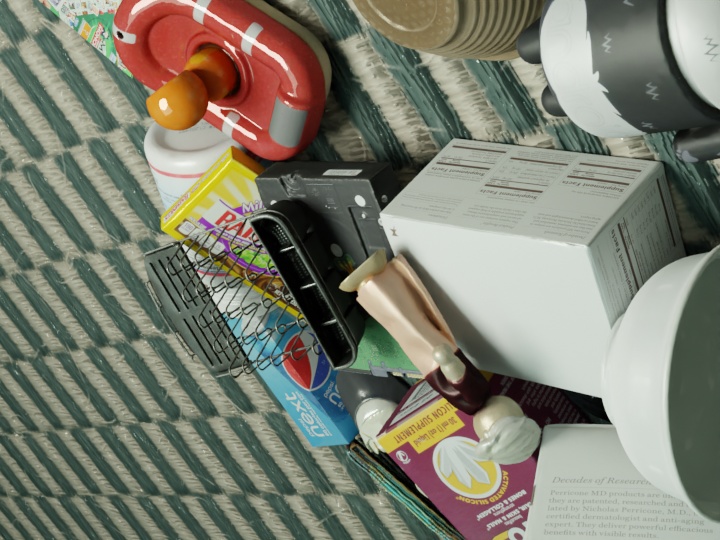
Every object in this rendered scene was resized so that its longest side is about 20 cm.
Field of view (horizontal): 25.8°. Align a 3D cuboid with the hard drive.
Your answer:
[{"bbox_3d":[0.000,0.000,1.344,0.140,0.038,0.200,3,123,44],"label":"hard drive"}]

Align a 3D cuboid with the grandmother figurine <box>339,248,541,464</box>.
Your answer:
[{"bbox_3d":[0.066,0.072,1.234,0.200,0.061,0.121,49,-176,1],"label":"grandmother figurine"}]

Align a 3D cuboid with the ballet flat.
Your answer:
[{"bbox_3d":[0.048,0.174,1.573,0.200,0.073,0.073,48,148,-8],"label":"ballet flat"}]

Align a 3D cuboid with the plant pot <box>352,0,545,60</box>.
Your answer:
[{"bbox_3d":[0.052,-0.221,1.108,0.201,0.093,0.201,30,146,23],"label":"plant pot"}]

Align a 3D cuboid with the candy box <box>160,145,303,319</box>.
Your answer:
[{"bbox_3d":[-0.071,-0.023,1.418,0.200,0.026,0.102,34,116,-27],"label":"candy box"}]

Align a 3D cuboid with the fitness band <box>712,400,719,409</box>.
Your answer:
[{"bbox_3d":[0.286,0.171,1.270,0.143,0.037,0.200,23,129,-6],"label":"fitness band"}]

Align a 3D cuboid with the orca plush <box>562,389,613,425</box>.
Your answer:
[{"bbox_3d":[0.241,0.139,1.321,0.200,0.071,0.105,40,148,6],"label":"orca plush"}]

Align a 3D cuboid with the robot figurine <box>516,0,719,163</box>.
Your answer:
[{"bbox_3d":[0.197,-0.151,1.000,0.150,0.125,0.200,22,163,-36],"label":"robot figurine"}]

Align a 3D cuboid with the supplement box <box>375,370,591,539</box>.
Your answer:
[{"bbox_3d":[0.135,0.173,1.422,0.200,0.103,0.131,47,129,-6],"label":"supplement box"}]

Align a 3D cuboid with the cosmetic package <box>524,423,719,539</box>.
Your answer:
[{"bbox_3d":[0.215,0.243,1.195,0.165,0.200,0.165,0,126,14],"label":"cosmetic package"}]

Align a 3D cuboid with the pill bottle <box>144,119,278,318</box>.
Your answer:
[{"bbox_3d":[-0.124,-0.055,1.474,0.109,0.109,0.200,18,140,35],"label":"pill bottle"}]

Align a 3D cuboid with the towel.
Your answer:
[{"bbox_3d":[0.062,0.248,1.632,0.200,0.022,0.147,41,176,2],"label":"towel"}]

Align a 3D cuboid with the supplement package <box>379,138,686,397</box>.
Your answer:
[{"bbox_3d":[0.142,-0.003,1.236,0.200,0.111,0.156,12,135,41],"label":"supplement package"}]

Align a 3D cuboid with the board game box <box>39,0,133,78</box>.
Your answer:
[{"bbox_3d":[-0.233,-0.279,1.416,0.135,0.029,0.200,40,147,6],"label":"board game box"}]

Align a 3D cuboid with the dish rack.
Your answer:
[{"bbox_3d":[-0.101,0.026,1.364,0.200,0.055,0.154,-17,110,34],"label":"dish rack"}]

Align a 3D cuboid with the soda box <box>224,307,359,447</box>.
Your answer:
[{"bbox_3d":[-0.067,0.085,1.610,0.068,0.064,0.200,-12,119,53],"label":"soda box"}]

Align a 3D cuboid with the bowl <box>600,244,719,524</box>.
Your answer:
[{"bbox_3d":[0.237,0.076,1.132,0.090,0.201,0.201,4,130,43],"label":"bowl"}]

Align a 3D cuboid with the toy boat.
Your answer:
[{"bbox_3d":[-0.132,-0.164,1.328,0.200,0.131,0.131,33,137,16],"label":"toy boat"}]
